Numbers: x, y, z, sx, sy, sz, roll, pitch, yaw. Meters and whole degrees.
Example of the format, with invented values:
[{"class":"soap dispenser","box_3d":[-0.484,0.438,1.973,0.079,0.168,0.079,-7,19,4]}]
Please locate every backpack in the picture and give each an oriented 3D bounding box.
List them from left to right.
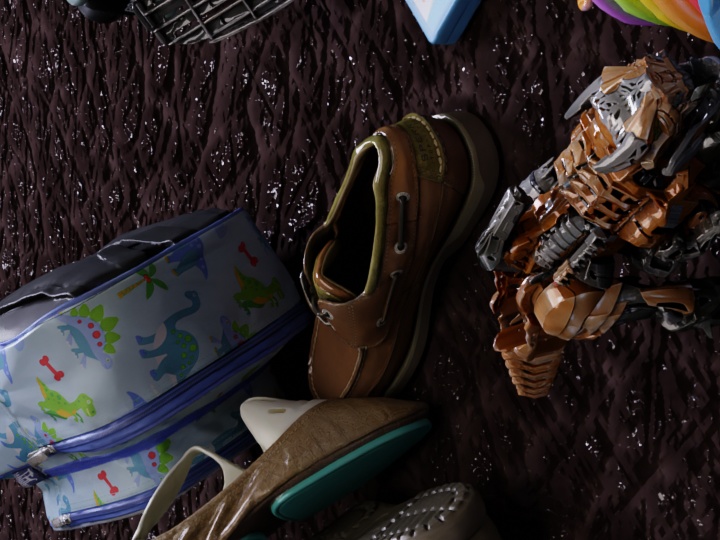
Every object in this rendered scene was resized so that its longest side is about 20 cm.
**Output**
[{"class":"backpack","box_3d":[-0.124,0.053,0.981,0.147,0.183,0.200,59,146,-4]}]

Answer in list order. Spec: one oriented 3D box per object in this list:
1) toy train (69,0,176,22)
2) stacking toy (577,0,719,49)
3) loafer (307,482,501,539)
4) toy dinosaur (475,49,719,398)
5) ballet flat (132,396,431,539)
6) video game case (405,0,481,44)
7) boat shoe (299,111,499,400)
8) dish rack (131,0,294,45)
[{"class":"toy train","box_3d":[-0.125,-0.234,1.013,0.200,0.085,0.114,-46,46,52]},{"class":"stacking toy","box_3d":[0.123,-0.133,0.656,0.200,0.109,0.116,-173,77,-67]},{"class":"loafer","box_3d":[0.012,0.160,0.873,0.068,0.076,0.200,58,154,-1]},{"class":"toy dinosaur","box_3d":[0.096,-0.016,0.654,0.200,0.135,0.102,-36,69,64]},{"class":"ballet flat","box_3d":[-0.058,0.113,0.893,0.200,0.068,0.072,-40,69,5]},{"class":"video game case","box_3d":[0.028,-0.232,0.842,0.200,0.018,0.143,62,140,30]},{"class":"boat shoe","box_3d":[0.000,0.000,0.875,0.072,0.068,0.200,53,137,37]},{"class":"dish rack","box_3d":[-0.092,-0.223,0.881,0.153,0.055,0.200,-27,106,24]}]
